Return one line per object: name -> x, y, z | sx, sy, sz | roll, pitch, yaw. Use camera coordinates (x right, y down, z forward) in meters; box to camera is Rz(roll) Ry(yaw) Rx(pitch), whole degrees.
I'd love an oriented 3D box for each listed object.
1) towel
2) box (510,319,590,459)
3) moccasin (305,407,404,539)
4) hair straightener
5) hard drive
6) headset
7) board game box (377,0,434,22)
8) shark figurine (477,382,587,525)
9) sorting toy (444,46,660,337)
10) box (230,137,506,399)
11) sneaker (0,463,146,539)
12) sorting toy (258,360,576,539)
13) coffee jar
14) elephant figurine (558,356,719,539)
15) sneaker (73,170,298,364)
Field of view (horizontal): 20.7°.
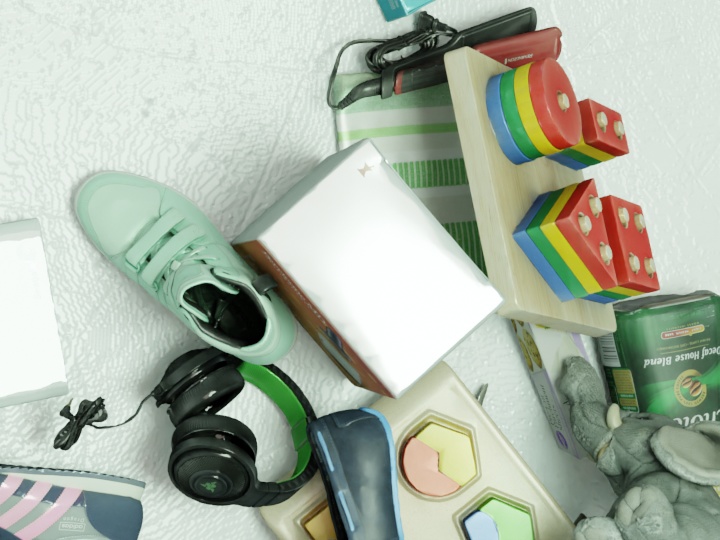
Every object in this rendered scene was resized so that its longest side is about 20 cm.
towel -> 0.060, -0.061, 1.564 | 0.152, 0.023, 0.201 | -7, 92, -20
box -> 0.150, 0.054, 1.569 | 0.039, 0.041, 0.201 | -27, 110, -14
moccasin -> -0.007, 0.204, 1.448 | 0.068, 0.080, 0.201 | -3, 75, -16
hair straightener -> 0.057, -0.168, 1.548 | 0.199, 0.077, 0.041 | -21, 134, -20
hard drive -> -0.319, 0.044, 1.420 | 0.199, 0.026, 0.133 | -11, 93, -20
headset -> -0.123, 0.118, 1.455 | 0.199, 0.094, 0.124 | 12, 49, -37
board game box -> 0.078, -0.308, 1.560 | 0.199, 0.047, 0.152 | -28, 99, -19
shark figurine -> 0.151, 0.202, 1.583 | 0.214, 0.128, 0.089 | 40, 42, 10
sorting toy -> 0.153, -0.062, 1.490 | 0.199, 0.069, 0.201 | 13, 63, -61
box -> 0.000, 0.000, 1.433 | 0.106, 0.200, 0.152 | -41, 95, -7
sneaker -> -0.253, 0.181, 1.419 | 0.199, 0.070, 0.083 | 7, 83, -19
sorting toy -> 0.049, 0.197, 1.498 | 0.185, 0.036, 0.200 | -38, 85, -2
coffee jar -> 0.256, 0.122, 1.604 | 0.104, 0.085, 0.201 | -10, 94, -20
elephant figurine -> 0.227, 0.161, 1.477 | 0.155, 0.141, 0.200 | 52, 36, -23
sneaker -> -0.130, -0.010, 1.420 | 0.200, 0.118, 0.074 | 38, 89, 6
